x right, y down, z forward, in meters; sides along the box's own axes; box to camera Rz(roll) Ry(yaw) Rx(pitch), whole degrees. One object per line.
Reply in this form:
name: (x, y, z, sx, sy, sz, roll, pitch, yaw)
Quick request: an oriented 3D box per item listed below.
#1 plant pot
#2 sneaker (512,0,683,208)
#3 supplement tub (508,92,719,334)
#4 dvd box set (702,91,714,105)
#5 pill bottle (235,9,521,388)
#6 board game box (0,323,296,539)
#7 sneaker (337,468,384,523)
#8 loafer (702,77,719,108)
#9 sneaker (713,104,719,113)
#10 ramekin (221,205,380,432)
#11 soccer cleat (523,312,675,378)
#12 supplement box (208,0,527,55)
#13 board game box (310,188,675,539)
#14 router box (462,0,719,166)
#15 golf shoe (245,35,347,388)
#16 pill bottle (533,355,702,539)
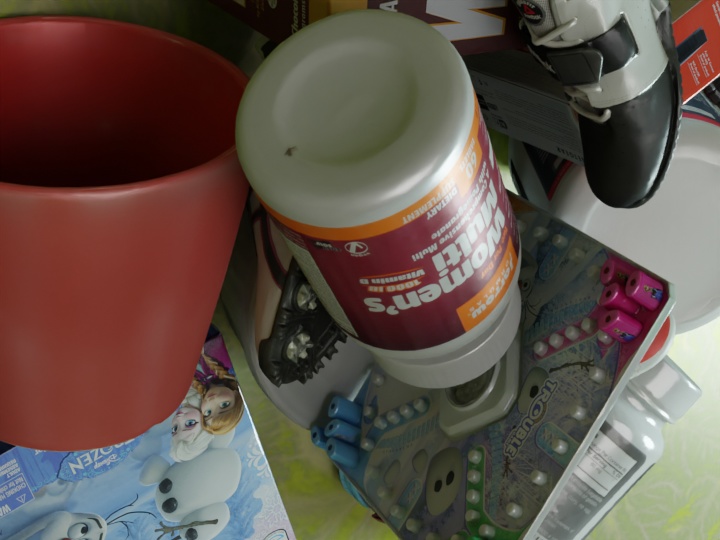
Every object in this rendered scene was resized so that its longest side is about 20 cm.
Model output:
plant pot: (-0.155, -0.015, 0.748, 0.198, 0.201, 0.179, -12, 127, -28)
sneaker: (0.105, -0.123, 0.681, 0.088, 0.074, 0.202, -15, 112, -26)
supplement tub: (0.171, -0.061, 0.897, 0.138, 0.201, 0.142, -2, 118, -4)
dvd box set: (0.230, -0.057, 1.066, 0.145, 0.029, 0.202, -19, 120, -25)
pill bottle: (0.019, -0.024, 0.681, 0.109, 0.109, 0.200, -42, 148, -9)
board game box: (-0.154, 0.157, 0.913, 0.199, 0.043, 0.201, -29, 126, -18)
sneaker: (0.077, 0.104, 1.002, 0.201, 0.095, 0.079, -51, 129, -2)
loafer: (0.284, -0.133, 0.942, 0.073, 0.072, 0.200, -31, 122, 33)
sneaker: (0.284, -0.092, 1.032, 0.201, 0.077, 0.086, -60, 166, -15)
ramekin: (0.000, 0.000, 0.905, 0.200, 0.094, 0.205, -14, 118, -26)
soccer cleat: (0.115, 0.054, 0.827, 0.085, 0.199, 0.069, 43, 57, -25)
supplement box: (0.024, -0.208, 0.755, 0.198, 0.197, 0.134, -11, 119, -27)
board game box: (0.062, 0.058, 0.785, 0.026, 0.200, 0.201, 28, 96, -31)
router box: (0.146, -0.154, 0.856, 0.179, 0.200, 0.049, -38, 121, -11)
golf shoe: (-0.033, -0.038, 0.783, 0.077, 0.087, 0.203, 7, 97, -57)
pill bottle: (0.152, 0.130, 1.037, 0.200, 0.114, 0.114, -48, 129, 7)
